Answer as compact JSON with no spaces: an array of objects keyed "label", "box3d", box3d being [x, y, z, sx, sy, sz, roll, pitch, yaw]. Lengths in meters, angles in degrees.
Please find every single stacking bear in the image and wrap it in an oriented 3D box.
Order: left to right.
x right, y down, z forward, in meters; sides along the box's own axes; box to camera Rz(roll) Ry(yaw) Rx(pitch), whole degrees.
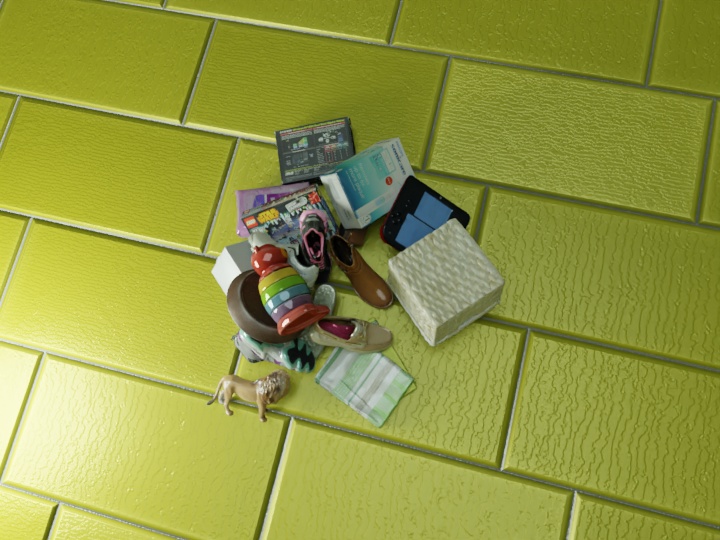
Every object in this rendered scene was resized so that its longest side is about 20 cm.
[{"label":"stacking bear","box3d":[-0.173,0.030,1.462,0.114,0.121,0.200,-33,74,13]}]

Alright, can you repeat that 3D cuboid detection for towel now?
[{"label":"towel","box3d":[0.007,0.255,1.561,0.200,0.031,0.149,34,90,14]},{"label":"towel","box3d":[0.049,0.217,1.583,0.086,0.018,0.200,-33,76,4]}]

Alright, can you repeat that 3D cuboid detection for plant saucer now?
[{"label":"plant saucer","box3d":[-0.205,0.072,1.516,0.200,0.034,0.200,18,49,-22]}]

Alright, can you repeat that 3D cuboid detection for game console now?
[{"label":"game console","box3d":[0.156,-0.106,1.589,0.200,0.031,0.177,31,82,-21]}]

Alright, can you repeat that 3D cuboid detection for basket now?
[{"label":"basket","box3d":[0.186,0.028,1.468,0.198,0.161,0.200,-33,74,-5]}]

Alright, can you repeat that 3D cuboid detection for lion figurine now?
[{"label":"lion figurine","box3d":[-0.264,0.281,1.556,0.200,0.072,0.123,6,110,2]}]

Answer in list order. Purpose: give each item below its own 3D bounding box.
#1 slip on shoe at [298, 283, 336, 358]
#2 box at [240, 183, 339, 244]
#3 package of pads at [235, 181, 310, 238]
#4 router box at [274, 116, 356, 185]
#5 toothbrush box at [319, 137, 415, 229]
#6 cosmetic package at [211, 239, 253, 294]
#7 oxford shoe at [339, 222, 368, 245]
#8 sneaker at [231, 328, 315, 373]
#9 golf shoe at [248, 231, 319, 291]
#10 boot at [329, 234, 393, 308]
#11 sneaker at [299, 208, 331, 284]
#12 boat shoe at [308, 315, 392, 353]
[{"label":"slip on shoe","box3d":[-0.103,0.128,1.601,0.074,0.061,0.200,17,93,3]},{"label":"box","box3d":[-0.168,-0.111,1.596,0.200,0.040,0.137,-20,120,13]},{"label":"package of pads","box3d":[-0.214,-0.149,1.669,0.200,0.076,0.121,-5,79,5]},{"label":"router box","box3d":[-0.111,-0.297,1.698,0.200,0.062,0.150,-10,76,4]},{"label":"toothbrush box","box3d":[0.026,-0.208,1.584,0.200,0.085,0.147,-34,110,-27]},{"label":"cosmetic package","box3d":[-0.266,0.039,1.602,0.081,0.113,0.200,-20,71,-42]},{"label":"oxford shoe","box3d":[0.002,-0.154,1.660,0.071,0.071,0.200,20,76,-19]},{"label":"sneaker","box3d":[-0.213,0.192,1.574,0.200,0.140,0.078,35,54,-16]},{"label":"golf shoe","box3d":[-0.171,-0.040,1.543,0.200,0.078,0.097,41,121,12]},{"label":"boot","box3d":[0.000,0.000,1.566,0.077,0.155,0.200,-35,75,-3]},{"label":"sneaker","box3d":[-0.107,-0.040,1.562,0.079,0.200,0.095,-8,34,-3]},{"label":"boat shoe","box3d":[-0.017,0.145,1.535,0.200,0.069,0.074,5,61,-12]}]
